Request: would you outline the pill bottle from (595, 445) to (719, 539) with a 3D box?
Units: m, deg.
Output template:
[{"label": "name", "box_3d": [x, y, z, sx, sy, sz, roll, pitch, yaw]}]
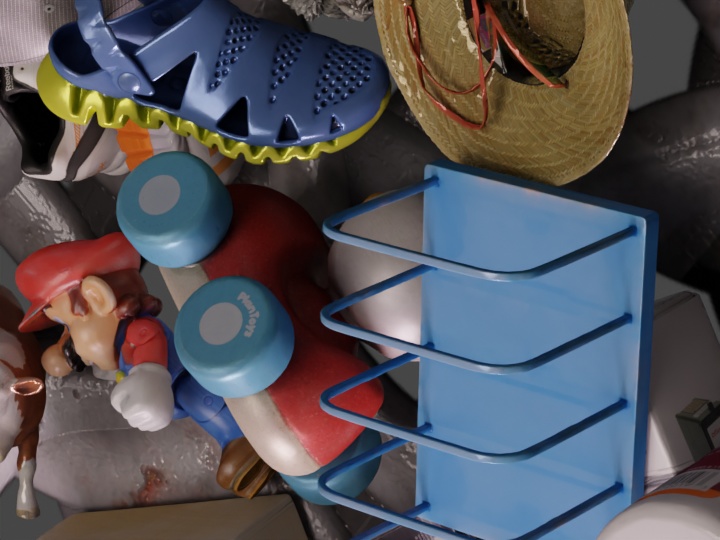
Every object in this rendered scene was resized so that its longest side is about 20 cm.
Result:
[{"label": "pill bottle", "box_3d": [0.207, 0.134, 1.443, 0.114, 0.200, 0.115, 15, 115, 34]}]

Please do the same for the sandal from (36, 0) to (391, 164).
[{"label": "sandal", "box_3d": [-0.081, -0.115, 1.588, 0.199, 0.080, 0.087, 7, 134, 6]}]

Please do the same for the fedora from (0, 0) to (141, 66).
[{"label": "fedora", "box_3d": [-0.178, -0.179, 1.674, 0.199, 0.177, 0.091, -23, 111, 5]}]

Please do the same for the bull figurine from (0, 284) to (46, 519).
[{"label": "bull figurine", "box_3d": [-0.229, 0.079, 1.829, 0.065, 0.200, 0.122, 1, 114, -8]}]

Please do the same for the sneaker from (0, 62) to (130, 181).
[{"label": "sneaker", "box_3d": [-0.194, -0.147, 1.760, 0.074, 0.080, 0.201, -24, 89, 45]}]

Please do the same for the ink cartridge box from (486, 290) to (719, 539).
[{"label": "ink cartridge box", "box_3d": [0.144, 0.130, 1.574, 0.145, 0.084, 0.201, -21, 92, 42]}]

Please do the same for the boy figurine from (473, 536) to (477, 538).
[{"label": "boy figurine", "box_3d": [0.069, 0.232, 1.693, 0.124, 0.064, 0.201, 0, 109, 43]}]

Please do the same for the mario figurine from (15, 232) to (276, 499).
[{"label": "mario figurine", "box_3d": [-0.138, 0.067, 1.771, 0.200, 0.106, 0.124, 42, 142, 13]}]

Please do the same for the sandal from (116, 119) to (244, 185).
[{"label": "sandal", "box_3d": [-0.099, -0.063, 1.732, 0.079, 0.059, 0.208, 36, 149, 44]}]

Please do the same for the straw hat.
[{"label": "straw hat", "box_3d": [0.097, -0.143, 1.510, 0.201, 0.085, 0.202, 31, 132, 41]}]

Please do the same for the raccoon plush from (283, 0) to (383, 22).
[{"label": "raccoon plush", "box_3d": [-0.059, -0.196, 1.569, 0.133, 0.200, 0.097, 13, 78, 35]}]

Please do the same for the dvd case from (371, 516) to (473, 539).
[{"label": "dvd case", "box_3d": [0.023, 0.228, 1.677, 0.200, 0.016, 0.149, -32, 88, 43]}]

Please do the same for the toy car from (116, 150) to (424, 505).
[{"label": "toy car", "box_3d": [0.000, 0.000, 1.629, 0.199, 0.184, 0.177, -30, 56, 4]}]

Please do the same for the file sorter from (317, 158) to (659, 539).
[{"label": "file sorter", "box_3d": [0.057, 0.066, 1.487, 0.138, 0.122, 0.201, 16, 114, 36]}]

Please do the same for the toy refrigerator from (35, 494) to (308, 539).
[{"label": "toy refrigerator", "box_3d": [-0.118, 0.192, 1.834, 0.199, 0.070, 0.076, -10, 107, 42]}]
